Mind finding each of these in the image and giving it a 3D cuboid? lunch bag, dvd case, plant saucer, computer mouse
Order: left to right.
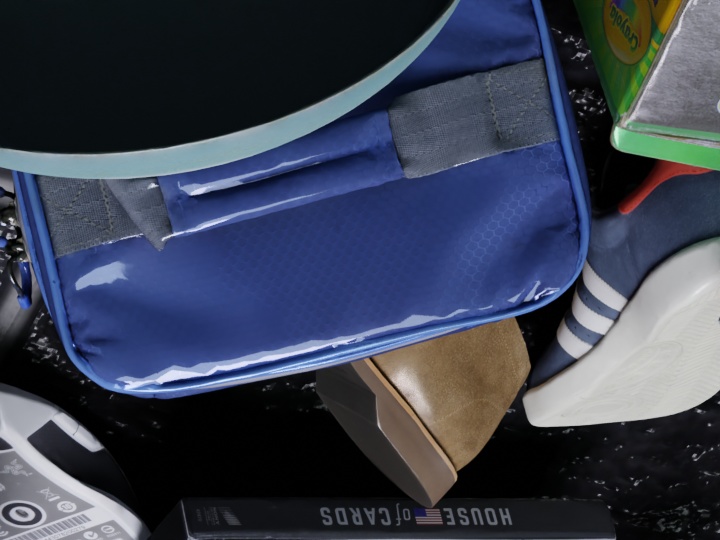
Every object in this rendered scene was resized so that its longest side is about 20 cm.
[{"bbox_3d":[-0.155,0.064,0.991,0.109,0.044,0.200,-20,136,23],"label":"computer mouse"},{"bbox_3d":[-0.061,-0.088,0.751,0.199,0.201,0.028,-10,131,-2],"label":"plant saucer"},{"bbox_3d":[-0.029,-0.034,0.819,0.199,0.137,0.132,-14,177,-6],"label":"lunch bag"},{"bbox_3d":[-0.011,0.138,1.063,0.199,0.025,0.150,3,149,-28],"label":"dvd case"}]

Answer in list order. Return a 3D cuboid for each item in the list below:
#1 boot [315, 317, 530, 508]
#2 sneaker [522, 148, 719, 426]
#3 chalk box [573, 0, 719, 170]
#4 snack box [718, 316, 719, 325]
[{"bbox_3d":[0.000,0.000,0.962,0.075,0.074,0.200,-43,128,-12],"label":"boot"},{"bbox_3d":[0.112,0.001,0.975,0.074,0.085,0.200,-4,160,-20],"label":"sneaker"},{"bbox_3d":[0.144,-0.118,0.821,0.124,0.124,0.201,8,133,-20],"label":"chalk box"},{"bbox_3d":[0.211,-0.014,0.912,0.200,0.037,0.116,-51,138,-21],"label":"snack box"}]
